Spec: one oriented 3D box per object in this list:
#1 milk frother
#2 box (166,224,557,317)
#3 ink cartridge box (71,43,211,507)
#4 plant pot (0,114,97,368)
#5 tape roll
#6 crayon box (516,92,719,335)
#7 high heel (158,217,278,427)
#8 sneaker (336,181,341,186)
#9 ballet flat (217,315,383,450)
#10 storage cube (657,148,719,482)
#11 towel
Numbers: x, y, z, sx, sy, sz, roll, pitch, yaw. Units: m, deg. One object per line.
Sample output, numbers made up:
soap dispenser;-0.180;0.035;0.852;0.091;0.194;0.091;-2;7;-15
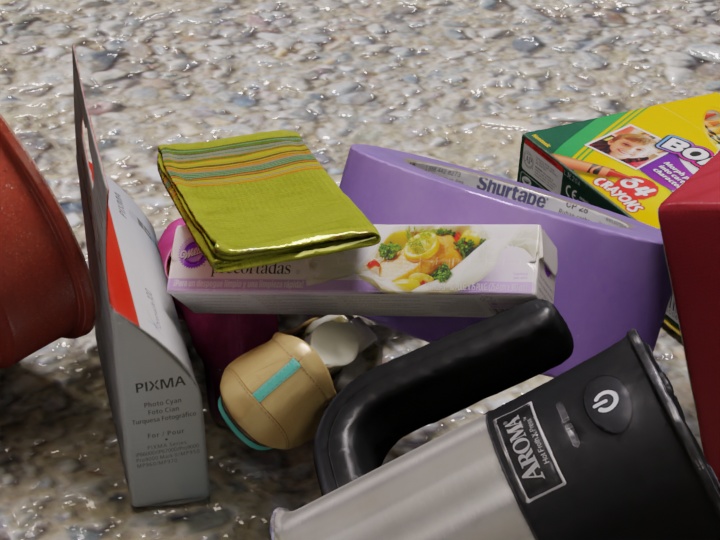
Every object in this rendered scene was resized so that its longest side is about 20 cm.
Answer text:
milk frother;0.083;0.137;0.842;0.188;0.200;0.181;-27;27;8
box;0.000;0.000;0.910;0.199;0.041;0.039;0;70;20
ink cartridge box;-0.119;0.000;0.951;0.047;0.200;0.160;-7;35;-12
plant pot;-0.276;0.006;0.930;0.195;0.201;0.201;-37;49;-25
tape roll;0.078;-0.005;1.015;0.199;0.085;0.200;16;7;-2
crayon box;0.231;-0.042;1.187;0.172;0.058;0.200;-15;37;-27
high heel;-0.089;-0.002;1.054;0.067;0.096;0.200;-2;33;-9
sneaker;-0.047;-0.027;1.086;0.081;0.075;0.200;6;1;19
ballet flat;-0.016;0.053;0.944;0.069;0.063;0.200;46;12;4
storage cube;0.288;0.010;0.968;0.179;0.201;0.171;2;28;34
towel;-0.054;-0.042;0.942;0.086;0.018;0.200;-12;20;-11
